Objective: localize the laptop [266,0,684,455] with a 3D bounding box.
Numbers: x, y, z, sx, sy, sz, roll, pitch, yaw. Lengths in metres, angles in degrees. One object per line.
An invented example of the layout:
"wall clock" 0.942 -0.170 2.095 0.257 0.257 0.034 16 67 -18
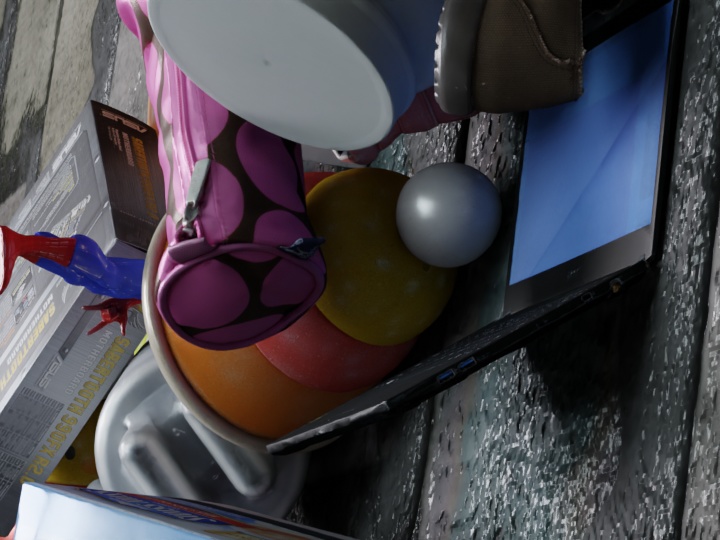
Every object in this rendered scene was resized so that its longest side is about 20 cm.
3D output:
"laptop" 0.046 -0.018 1.201 0.104 0.199 0.177 62 161 1

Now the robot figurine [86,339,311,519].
"robot figurine" -0.081 0.087 1.531 0.113 0.169 0.200 58 -174 -6

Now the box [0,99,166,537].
"box" -0.175 0.025 1.606 0.200 0.048 0.159 -55 27 21

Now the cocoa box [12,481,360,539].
"cocoa box" -0.063 0.179 1.289 0.200 0.131 0.134 9 89 52

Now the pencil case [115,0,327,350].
"pencil case" -0.069 -0.068 1.339 0.091 0.094 0.201 -30 52 24

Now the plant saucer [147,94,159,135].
"plant saucer" -0.086 -0.144 1.631 0.200 0.032 0.202 -171 90 -76

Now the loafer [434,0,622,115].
"loafer" 0.090 -0.138 1.192 0.073 0.071 0.201 86 -158 -57

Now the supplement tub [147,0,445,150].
"supplement tub" 0.004 -0.169 1.276 0.201 0.145 0.145 -61 7 -25

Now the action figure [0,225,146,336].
"action figure" -0.110 0.008 1.466 0.065 0.199 0.052 -4 83 54

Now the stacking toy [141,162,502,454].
"stacking toy" 0.000 0.000 1.380 0.200 0.146 0.147 -24 55 50

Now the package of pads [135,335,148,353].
"package of pads" -0.104 0.013 1.785 0.200 0.068 0.155 171 109 -74

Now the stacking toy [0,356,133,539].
"stacking toy" -0.164 0.125 1.688 0.146 0.145 0.201 -151 60 -74

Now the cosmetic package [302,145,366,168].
"cosmetic package" -0.029 -0.155 1.622 0.200 0.071 0.102 -102 25 -55

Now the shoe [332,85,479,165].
"shoe" 0.007 -0.117 1.398 0.072 0.091 0.200 65 178 -28
